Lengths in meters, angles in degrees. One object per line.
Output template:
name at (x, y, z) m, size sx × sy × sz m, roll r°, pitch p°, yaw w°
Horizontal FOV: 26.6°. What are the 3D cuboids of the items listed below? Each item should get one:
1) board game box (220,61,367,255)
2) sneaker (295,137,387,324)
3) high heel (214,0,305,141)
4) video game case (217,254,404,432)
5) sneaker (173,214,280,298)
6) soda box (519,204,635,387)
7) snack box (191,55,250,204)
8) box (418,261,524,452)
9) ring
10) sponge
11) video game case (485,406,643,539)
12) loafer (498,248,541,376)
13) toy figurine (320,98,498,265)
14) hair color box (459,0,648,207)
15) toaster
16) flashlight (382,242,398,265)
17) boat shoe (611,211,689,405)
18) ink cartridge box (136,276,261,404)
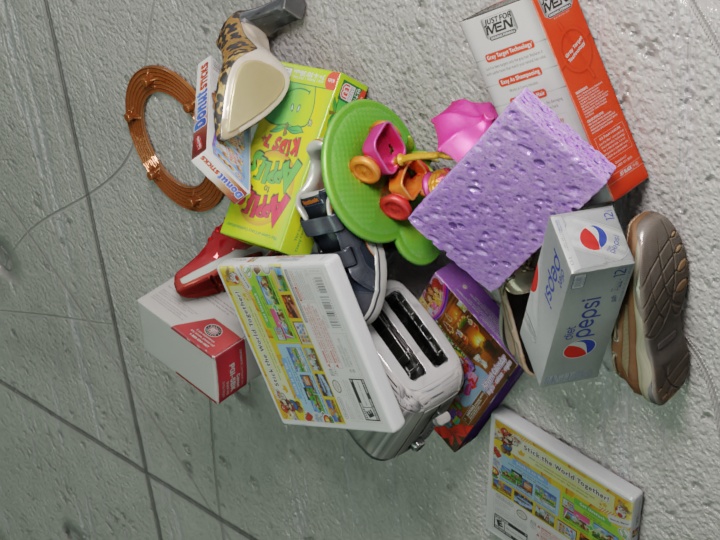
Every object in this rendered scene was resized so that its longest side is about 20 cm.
board game box at (-0.073, -0.120, 1.658) m, size 0.101 × 0.047 × 0.201 m, roll 17°, pitch 87°, yaw 43°
sneaker at (-0.025, -0.043, 1.590) m, size 0.078 × 0.079 × 0.202 m, roll -12°, pitch 80°, yaw 46°
high heel at (-0.139, -0.208, 1.669) m, size 0.071 × 0.201 × 0.142 m, roll 37°, pitch 150°, yaw -27°
video game case at (-0.054, 0.077, 1.618) m, size 0.181 × 0.023 × 0.201 m, roll -2°, pitch 117°, yaw 47°
sneaker at (-0.145, -0.056, 1.795) m, size 0.116 × 0.199 × 0.078 m, roll 60°, pitch 172°, yaw 16°
soda box at (0.200, 0.027, 1.431) m, size 0.201 × 0.063 × 0.069 m, roll 95°, pitch 162°, yaw -56°
snack box at (-0.149, -0.156, 1.657) m, size 0.024 × 0.201 × 0.072 m, roll -32°, pitch 122°, yaw 19°
box at (0.106, 0.099, 1.705) m, size 0.137 × 0.039 × 0.200 m, roll 48°, pitch 144°, yaw 17°
ring at (-0.242, -0.166, 1.958) m, size 0.200 × 0.019 × 0.201 m, roll 31°, pitch 137°, yaw 34°
sponge at (0.136, -0.070, 1.416) m, size 0.111 × 0.030 × 0.200 m, roll 40°, pitch 138°, yaw -2°
video game case at (0.222, 0.268, 1.702) m, size 0.199 × 0.023 × 0.183 m, roll 30°, pitch 136°, yaw 36°
loafer at (0.169, 0.018, 1.531) m, size 0.063 × 0.071 × 0.201 m, roll -107°, pitch 6°, yaw -53°
toy figurine at (0.090, -0.096, 1.530) m, size 0.183 × 0.151 × 0.200 m, roll -9°, pitch 130°, yaw 43°
hair color box at (0.179, -0.158, 1.411) m, size 0.101 × 0.061 × 0.201 m, roll -10°, pitch 108°, yaw 52°
toaster at (0.023, 0.100, 1.681) m, size 0.201 × 0.113 × 0.129 m, roll 55°, pitch 141°, yaw 14°
flashlight at (0.000, 0.000, 1.715) m, size 0.067 × 0.068 × 0.200 m, roll 13°, pitch 155°, yaw -12°
boat shoe at (0.262, 0.035, 1.441) m, size 0.072 × 0.075 × 0.201 m, roll 23°, pitch 130°, yaw 43°
ink cartridge box at (-0.147, 0.050, 1.843) m, size 0.146 × 0.200 × 0.083 m, roll 33°, pitch 140°, yaw 33°
